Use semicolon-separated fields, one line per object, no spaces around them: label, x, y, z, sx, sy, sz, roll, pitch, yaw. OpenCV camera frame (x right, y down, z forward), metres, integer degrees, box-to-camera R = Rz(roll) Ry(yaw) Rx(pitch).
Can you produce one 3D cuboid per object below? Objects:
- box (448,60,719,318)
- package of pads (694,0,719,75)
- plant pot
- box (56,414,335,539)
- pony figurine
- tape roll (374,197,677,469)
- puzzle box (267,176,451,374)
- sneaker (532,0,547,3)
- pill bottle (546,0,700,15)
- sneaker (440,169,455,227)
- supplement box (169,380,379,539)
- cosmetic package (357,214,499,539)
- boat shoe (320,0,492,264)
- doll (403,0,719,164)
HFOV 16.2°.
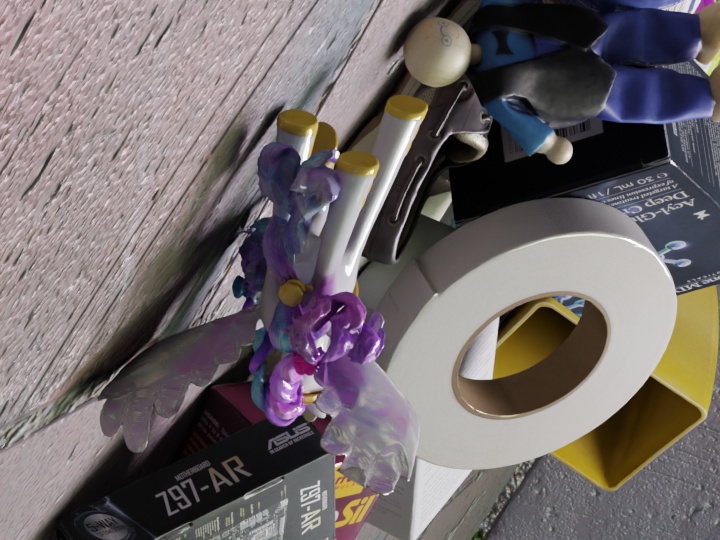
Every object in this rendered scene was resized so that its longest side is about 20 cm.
box;0.163;-0.061;1.624;0.148;0.107;0.200;-17;154;25
package of pads;0.199;-0.152;1.836;0.200;0.068;0.155;111;-17;-49
plant pot;0.248;0.068;2.542;0.200;0.200;0.176;-48;-170;53
box;-0.091;0.186;1.480;0.160;0.044;0.200;-26;143;-21
pony figurine;-0.029;0.020;1.319;0.193;0.166;0.200;-53;157;-65
tape roll;0.099;0.041;1.565;0.203;0.037;0.203;-15;137;-15
puzzle box;0.000;0.000;1.675;0.133;0.025;0.200;-58;170;13
sneaker;0.152;-0.181;1.695;0.078;0.075;0.200;-42;161;-44
pill bottle;0.172;-0.228;1.518;0.111;0.111;0.200;-52;169;-21
sneaker;0.090;-0.065;1.804;0.080;0.070;0.200;-57;180;-37
supplement box;-0.072;0.167;1.600;0.110;0.086;0.200;-6;133;-49
cosmetic package;0.036;0.073;1.673;0.101;0.071;0.200;-47;153;-40
boat shoe;0.048;-0.087;1.507;0.200;0.065;0.072;-54;168;-19
doll;0.118;-0.126;1.475;0.048;0.200;0.137;126;-41;-60
